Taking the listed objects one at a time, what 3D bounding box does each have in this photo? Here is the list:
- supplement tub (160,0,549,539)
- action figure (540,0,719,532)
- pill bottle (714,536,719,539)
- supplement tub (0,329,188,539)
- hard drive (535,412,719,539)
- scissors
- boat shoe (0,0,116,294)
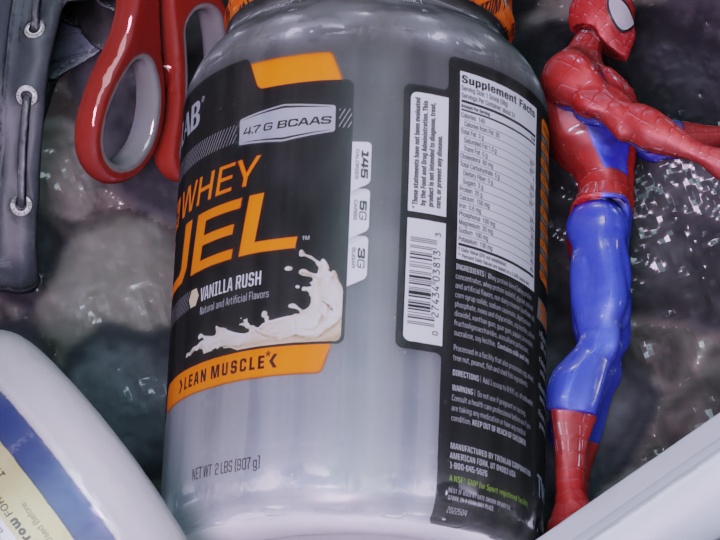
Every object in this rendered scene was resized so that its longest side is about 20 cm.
[{"bbox_3d":[0.000,0.000,0.955,0.122,0.123,0.201,2,69,-1],"label":"supplement tub"},{"bbox_3d":[0.106,-0.005,0.993,0.098,0.065,0.201,-3,71,3],"label":"action figure"},{"bbox_3d":[0.073,0.159,0.838,0.199,0.120,0.120,-26,73,-16],"label":"pill bottle"},{"bbox_3d":[-0.148,0.128,0.890,0.199,0.145,0.145,-35,75,-14],"label":"supplement tub"},{"bbox_3d":[0.117,0.115,0.929,0.199,0.027,0.132,-33,115,-13],"label":"hard drive"},{"bbox_3d":[-0.067,-0.121,0.977,0.014,0.201,0.073,18,25,36],"label":"scissors"},{"bbox_3d":[-0.106,-0.083,1.008,0.066,0.075,0.201,17,68,-1],"label":"boat shoe"}]
